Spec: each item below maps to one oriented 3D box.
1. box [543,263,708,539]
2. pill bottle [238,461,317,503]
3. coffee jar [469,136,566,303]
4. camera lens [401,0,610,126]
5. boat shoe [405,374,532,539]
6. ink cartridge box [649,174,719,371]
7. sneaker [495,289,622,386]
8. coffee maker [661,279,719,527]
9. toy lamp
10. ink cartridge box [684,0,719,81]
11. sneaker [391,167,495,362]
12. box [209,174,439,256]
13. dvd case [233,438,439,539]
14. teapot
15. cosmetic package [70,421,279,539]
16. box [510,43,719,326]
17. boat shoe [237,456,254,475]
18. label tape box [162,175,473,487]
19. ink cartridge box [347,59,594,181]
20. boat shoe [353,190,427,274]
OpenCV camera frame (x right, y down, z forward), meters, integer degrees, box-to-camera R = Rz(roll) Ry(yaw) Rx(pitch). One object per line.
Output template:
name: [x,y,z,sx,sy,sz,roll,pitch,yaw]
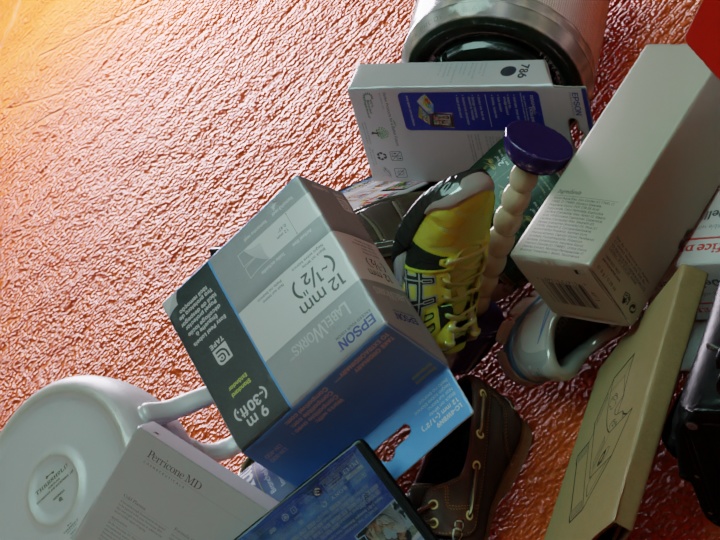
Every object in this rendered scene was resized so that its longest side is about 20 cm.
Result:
box: [0.166,0.113,1.355,0.164,0.021,0.201,118,176,-57]
pill bottle: [-0.076,0.209,1.506,0.200,0.111,0.111,-39,33,7]
coffee jar: [0.081,-0.013,1.600,0.199,0.085,0.105,-36,68,10]
camera lens: [0.126,-0.214,1.724,0.159,0.160,0.201,-18,40,34]
boat shoe: [0.057,0.168,1.451,0.070,0.070,0.201,-9,47,40]
ink cartridge box: [0.264,-0.029,1.449,0.116,0.067,0.201,-5,49,43]
sneaker: [0.181,0.003,1.488,0.201,0.075,0.087,-57,18,-7]
coffee maker: [0.275,0.037,1.256,0.134,0.193,0.201,18,59,7]
toy lamp: [0.097,-0.012,1.502,0.058,0.058,0.201,-104,29,-54]
ink cartridge box: [0.320,-0.151,1.405,0.057,0.200,0.163,-4,49,47]
sneaker: [0.062,0.010,1.455,0.075,0.201,0.077,-21,57,-32]
box: [-0.015,-0.036,1.697,0.110,0.035,0.199,-2,18,47]
dvd case: [0.005,0.232,1.363,0.142,0.018,0.200,-39,73,3]
teapot: [-0.188,0.179,1.621,0.199,0.146,0.199,1,78,39]
cosmetic package: [-0.104,0.221,1.428,0.152,0.199,0.052,-58,-7,6]
box: [0.193,-0.062,1.434,0.082,0.068,0.201,11,58,49]
boat shoe: [-0.032,0.106,1.617,0.074,0.066,0.201,-5,49,44]
label tape box: [-0.032,0.058,1.426,0.143,0.066,0.201,-42,59,18]
ink cartridge box: [0.095,-0.118,1.652,0.198,0.100,0.039,3,43,21]
boat shoe: [0.000,0.000,1.549,0.198,0.068,0.072,-18,29,2]
